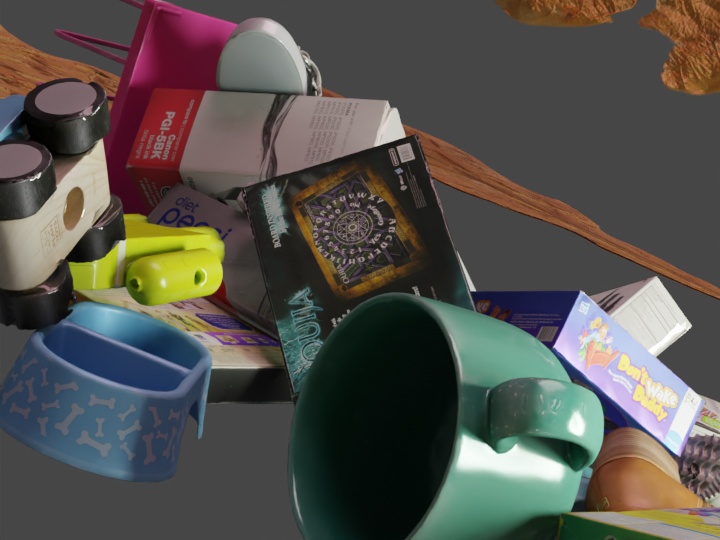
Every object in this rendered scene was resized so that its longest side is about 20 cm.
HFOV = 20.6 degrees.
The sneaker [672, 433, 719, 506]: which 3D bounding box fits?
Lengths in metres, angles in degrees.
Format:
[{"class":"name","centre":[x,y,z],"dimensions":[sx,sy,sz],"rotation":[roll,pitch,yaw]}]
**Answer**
[{"class":"sneaker","centre":[0.220,0.158,1.388],"dimensions":[0.099,0.070,0.200],"rotation":[44,-14,-25]}]

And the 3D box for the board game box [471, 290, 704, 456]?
[{"class":"board game box","centre":[0.119,0.069,1.365],"dimensions":[0.134,0.045,0.199],"rotation":[40,-22,-28]}]

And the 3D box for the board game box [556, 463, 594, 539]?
[{"class":"board game box","centre":[0.083,0.132,1.272],"dimensions":[0.150,0.047,0.200],"rotation":[27,12,30]}]

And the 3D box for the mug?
[{"class":"mug","centre":[0.056,0.103,1.062],"dimensions":[0.114,0.153,0.185],"rotation":[18,11,-34]}]

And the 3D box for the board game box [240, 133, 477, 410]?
[{"class":"board game box","centre":[0.000,0.000,1.346],"dimensions":[0.134,0.028,0.201],"rotation":[-16,48,1]}]

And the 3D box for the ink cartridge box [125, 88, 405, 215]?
[{"class":"ink cartridge box","centre":[-0.063,-0.063,1.546],"dimensions":[0.198,0.083,0.147],"rotation":[5,-34,19]}]

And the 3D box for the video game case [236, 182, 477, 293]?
[{"class":"video game case","centre":[0.015,0.017,1.482],"dimensions":[0.181,0.023,0.200],"rotation":[19,-23,28]}]

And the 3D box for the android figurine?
[{"class":"android figurine","centre":[-0.180,-0.011,1.251],"dimensions":[0.181,0.041,0.200],"rotation":[11,10,31]}]

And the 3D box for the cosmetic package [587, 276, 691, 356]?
[{"class":"cosmetic package","centre":[0.166,0.058,1.499],"dimensions":[0.051,0.082,0.200],"rotation":[55,-19,-3]}]

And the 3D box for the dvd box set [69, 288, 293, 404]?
[{"class":"dvd box set","centre":[-0.140,0.036,1.356],"dimensions":[0.199,0.030,0.146],"rotation":[28,12,30]}]

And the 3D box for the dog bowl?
[{"class":"dog bowl","centre":[-0.143,0.065,1.145],"dimensions":[0.111,0.050,0.200],"rotation":[22,11,2]}]

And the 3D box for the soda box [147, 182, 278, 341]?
[{"class":"soda box","centre":[-0.079,0.006,1.445],"dimensions":[0.199,0.068,0.064],"rotation":[26,-21,40]}]

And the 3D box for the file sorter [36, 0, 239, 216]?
[{"class":"file sorter","centre":[-0.194,-0.131,1.653],"dimensions":[0.125,0.201,0.139],"rotation":[25,10,37]}]

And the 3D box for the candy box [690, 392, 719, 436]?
[{"class":"candy box","centre":[0.261,0.136,1.586],"dimensions":[0.199,0.061,0.136],"rotation":[23,9,4]}]

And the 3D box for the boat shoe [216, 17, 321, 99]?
[{"class":"boat shoe","centre":[-0.064,-0.143,1.567],"dimensions":[0.073,0.068,0.200],"rotation":[6,-33,15]}]

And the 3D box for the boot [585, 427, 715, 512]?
[{"class":"boot","centre":[0.214,0.192,1.192],"dimensions":[0.199,0.074,0.155],"rotation":[34,22,-8]}]

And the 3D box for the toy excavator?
[{"class":"toy excavator","centre":[-0.257,-0.032,1.110],"dimensions":[0.199,0.100,0.195],"rotation":[11,39,20]}]

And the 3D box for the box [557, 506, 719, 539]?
[{"class":"box","centre":[0.206,0.158,1.049],"dimensions":[0.117,0.049,0.199],"rotation":[9,4,43]}]
